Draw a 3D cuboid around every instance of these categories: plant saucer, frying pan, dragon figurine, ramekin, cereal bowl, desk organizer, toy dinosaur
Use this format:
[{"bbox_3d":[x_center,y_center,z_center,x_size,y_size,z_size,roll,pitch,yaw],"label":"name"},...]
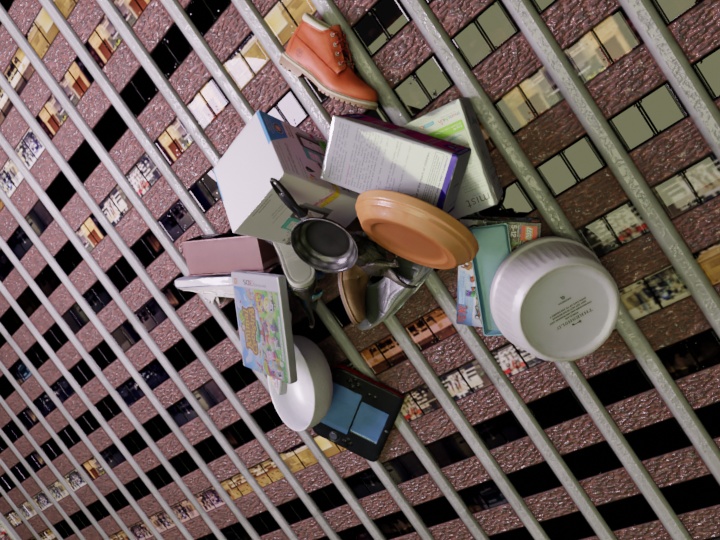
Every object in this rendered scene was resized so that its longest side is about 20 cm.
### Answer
[{"bbox_3d":[0.233,0.017,0.881,0.069,0.019,0.202,-6,107,24],"label":"plant saucer"},{"bbox_3d":[-0.086,-0.064,0.813,0.189,0.031,0.115,37,135,-16],"label":"frying pan"},{"bbox_3d":[-0.125,0.031,1.011,0.098,0.201,0.059,13,143,-12],"label":"dragon figurine"},{"bbox_3d":[0.079,-0.053,0.771,0.199,0.200,0.038,23,78,13],"label":"plant saucer"},{"bbox_3d":[0.317,0.053,0.822,0.200,0.094,0.204,0,105,-1],"label":"ramekin"},{"bbox_3d":[-0.120,0.234,1.093,0.199,0.083,0.202,9,101,52],"label":"cereal bowl"},{"bbox_3d":[-0.277,-0.038,1.087,0.198,0.072,0.078,-3,105,23],"label":"desk organizer"},{"bbox_3d":[0.015,-0.029,0.902,0.199,0.078,0.102,23,158,-18],"label":"toy dinosaur"}]

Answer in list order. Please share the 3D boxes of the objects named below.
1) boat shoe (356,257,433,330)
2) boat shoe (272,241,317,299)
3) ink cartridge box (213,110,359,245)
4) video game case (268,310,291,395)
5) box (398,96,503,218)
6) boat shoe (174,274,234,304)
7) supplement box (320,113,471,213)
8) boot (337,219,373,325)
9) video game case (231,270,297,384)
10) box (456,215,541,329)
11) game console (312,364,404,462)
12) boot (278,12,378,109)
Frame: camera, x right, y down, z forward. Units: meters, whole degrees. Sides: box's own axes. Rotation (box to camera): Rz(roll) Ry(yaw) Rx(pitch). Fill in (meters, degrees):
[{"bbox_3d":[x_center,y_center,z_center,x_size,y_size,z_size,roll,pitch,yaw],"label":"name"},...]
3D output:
[{"bbox_3d":[0.060,0.044,0.979,0.202,0.064,0.075,-50,55,27],"label":"boat shoe"},{"bbox_3d":[-0.128,-0.035,0.981,0.071,0.202,0.061,-13,143,-6],"label":"boat shoe"},{"bbox_3d":[-0.119,-0.145,0.885,0.146,0.199,0.148,-41,58,28],"label":"ink cartridge box"},{"bbox_3d":[-0.189,0.126,1.064,0.200,0.023,0.184,41,130,54],"label":"video game case"},{"bbox_3d":[0.115,-0.166,0.862,0.199,0.097,0.178,-20,101,27],"label":"box"},{"bbox_3d":[-0.325,0.042,1.138,0.198,0.071,0.071,-2,103,18],"label":"boat shoe"},{"bbox_3d":[0.053,-0.162,0.780,0.198,0.101,0.104,21,115,16],"label":"supplement box"},{"bbox_3d":[0.000,0.000,0.958,0.075,0.074,0.202,-8,80,15],"label":"boot"},{"bbox_3d":[-0.190,0.104,0.988,0.181,0.022,0.202,5,103,49],"label":"video game case"},{"bbox_3d":[0.243,0.005,0.905,0.135,0.038,0.202,5,111,21],"label":"box"},{"bbox_3d":[-0.013,0.316,1.130,0.176,0.031,0.201,26,117,12],"label":"game console"},{"bbox_3d":[-0.040,-0.356,0.874,0.199,0.075,0.108,35,113,8],"label":"boot"}]
